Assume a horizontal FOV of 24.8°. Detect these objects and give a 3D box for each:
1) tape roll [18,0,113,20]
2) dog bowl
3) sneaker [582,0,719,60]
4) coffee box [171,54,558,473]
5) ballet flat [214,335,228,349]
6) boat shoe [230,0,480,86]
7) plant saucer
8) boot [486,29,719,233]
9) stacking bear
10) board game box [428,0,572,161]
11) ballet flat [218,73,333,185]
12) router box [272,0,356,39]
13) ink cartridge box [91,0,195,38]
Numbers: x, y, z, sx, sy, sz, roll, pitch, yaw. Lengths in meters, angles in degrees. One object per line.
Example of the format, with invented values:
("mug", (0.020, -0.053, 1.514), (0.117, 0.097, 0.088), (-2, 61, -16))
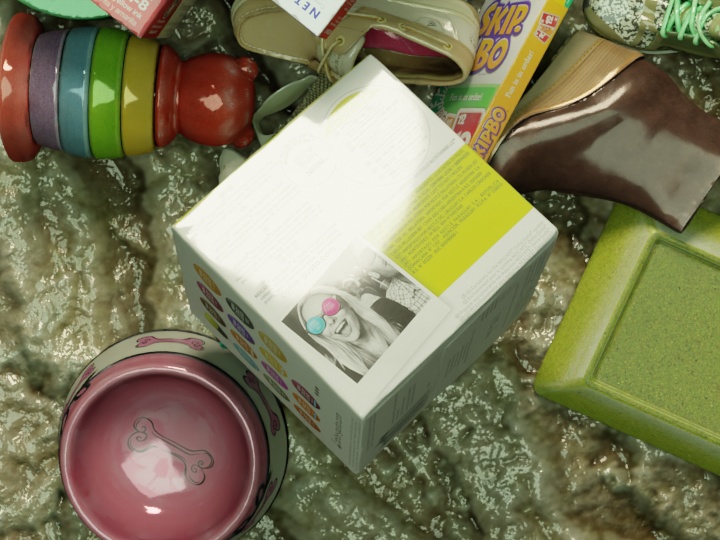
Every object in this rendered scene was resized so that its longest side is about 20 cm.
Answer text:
("tape roll", (-0.223, -0.304, 1.327), (0.200, 0.048, 0.201), (0, 98, 2))
("dog bowl", (-0.163, 0.153, 1.370), (0.199, 0.074, 0.201), (0, 97, 2))
("sneaker", (0.276, -0.199, 1.294), (0.199, 0.089, 0.077), (12, 98, 2))
("coffee box", (0.000, 0.000, 1.229), (0.200, 0.200, 0.198), (-43, 78, -14))
("ballet flat", (-0.022, 0.026, 1.357), (0.199, 0.069, 0.071), (-3, 79, -1))
("boat shoe", (-0.005, -0.182, 1.288), (0.199, 0.069, 0.074), (3, 142, 2))
("plant saucer", (0.272, 0.054, 1.348), (0.199, 0.048, 0.200), (24, 98, 0))
("boot", (0.189, -0.078, 1.312), (0.166, 0.072, 0.200), (37, 90, 11))
("stacking bear", (-0.183, -0.142, 1.319), (0.199, 0.114, 0.122), (3, 98, -2))
("board game box", (0.105, -0.162, 1.305), (0.030, 0.096, 0.200), (27, 98, -27))
("ballet flat", (-0.068, -0.097, 1.345), (0.075, 0.068, 0.200), (42, 92, 19))
("router box", (-0.049, -0.290, 1.119), (0.200, 0.049, 0.180), (39, 98, 1))
("ink cartridge box", (-0.151, -0.296, 1.227), (0.145, 0.145, 0.200), (37, 98, -3))
